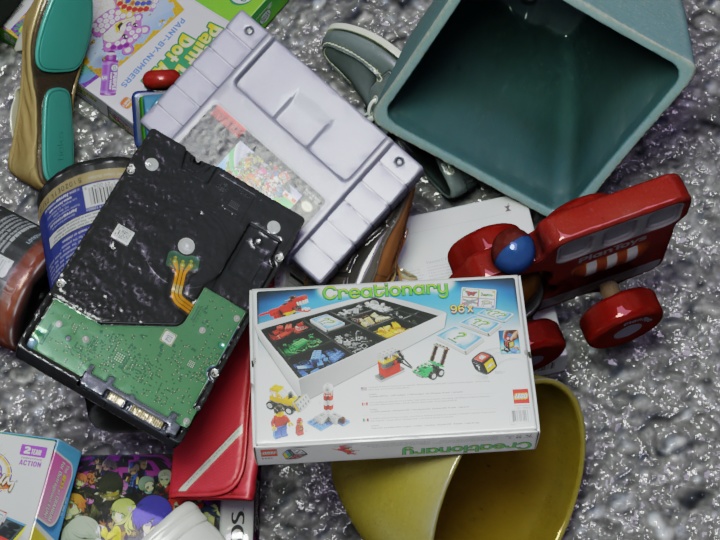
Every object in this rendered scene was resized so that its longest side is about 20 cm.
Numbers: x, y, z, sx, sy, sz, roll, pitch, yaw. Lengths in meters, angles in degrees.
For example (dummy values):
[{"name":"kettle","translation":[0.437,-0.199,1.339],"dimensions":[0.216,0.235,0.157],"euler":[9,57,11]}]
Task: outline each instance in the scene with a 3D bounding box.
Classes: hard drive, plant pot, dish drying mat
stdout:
[{"name":"hard drive","translation":[-0.146,0.012,1.180],"dimensions":[0.139,0.038,0.201],"euler":[29,66,-5]},{"name":"plant pot","translation":[0.061,0.158,1.236],"dimensions":[0.141,0.200,0.201],"euler":[20,69,37]},{"name":"plant pot","translation":[0.150,-0.205,1.335],"dimensions":[0.195,0.197,0.201],"euler":[27,42,-12]},{"name":"dish drying mat","translation":[-0.110,0.081,1.262],"dimensions":[0.076,0.018,0.202],"euler":[-4,73,25]}]

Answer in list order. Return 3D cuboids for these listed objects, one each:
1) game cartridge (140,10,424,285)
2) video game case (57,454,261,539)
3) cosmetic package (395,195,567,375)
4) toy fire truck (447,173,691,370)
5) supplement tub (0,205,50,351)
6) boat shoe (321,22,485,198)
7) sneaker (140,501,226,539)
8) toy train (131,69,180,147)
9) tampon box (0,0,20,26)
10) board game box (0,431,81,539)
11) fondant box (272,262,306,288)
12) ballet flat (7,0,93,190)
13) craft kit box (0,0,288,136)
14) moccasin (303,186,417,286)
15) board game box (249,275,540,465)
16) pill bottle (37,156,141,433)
[{"name":"game cartridge","translation":[-0.064,-0.096,1.264],"dimensions":[0.200,0.038,0.130],"euler":[41,81,9]},{"name":"video game case","translation":[-0.182,0.239,1.284],"dimensions":[0.198,0.036,0.183],"euler":[0,67,4]},{"name":"cosmetic package","translation":[0.061,0.029,1.342],"dimensions":[0.198,0.052,0.152],"euler":[-11,70,-1]},{"name":"toy fire truck","translation":[0.151,-0.006,1.234],"dimensions":[0.199,0.168,0.113],"euler":[-18,68,-4]},{"name":"supplement tub","translation":[-0.348,-0.017,1.356],"dimensions":[0.199,0.107,0.107],"euler":[26,72,13]},{"name":"boat shoe","translation":[0.032,-0.141,1.399],"dimensions":[0.200,0.073,0.062],"euler":[41,72,12]},{"name":"sneaker","translation":[-0.177,0.273,1.217],"dimensions":[0.200,0.075,0.089],"euler":[-42,84,-13]},{"name":"toy train","translation":[-0.092,-0.133,1.362],"dimensions":[0.198,0.116,0.085],"euler":[-4,97,-11]},{"name":"tampon box","translation":[-0.385,-0.297,1.435],"dimensions":[0.149,0.126,0.201],"euler":[23,71,33]},{"name":"board game box","translation":[-0.320,0.226,1.270],"dimensions":[0.152,0.040,0.201],"euler":[6,71,23]},{"name":"fondant box","translation":[-0.116,0.009,1.331],"dimensions":[0.143,0.058,0.202],"euler":[-3,71,21]},{"name":"ballet flat","translation":[-0.282,-0.172,1.400],"dimensions":[0.063,0.068,0.202],"euler":[13,98,35]},{"name":"craft kit box","translation":[-0.202,-0.240,1.468],"dimensions":[0.197,0.049,0.200],"euler":[36,75,13]},{"name":"moccasin","translation":[0.002,0.000,1.298],"dimensions":[0.073,0.078,0.203],"euler":[7,71,23]},{"name":"board game box","translation":[0.022,0.069,1.130],"dimensions":[0.198,0.035,0.127],"euler":[-3,59,-1]},{"name":"pill bottle","translation":[-0.188,0.020,1.255],"dimensions":[0.111,0.112,0.201],"euler":[-14,62,-2]}]
